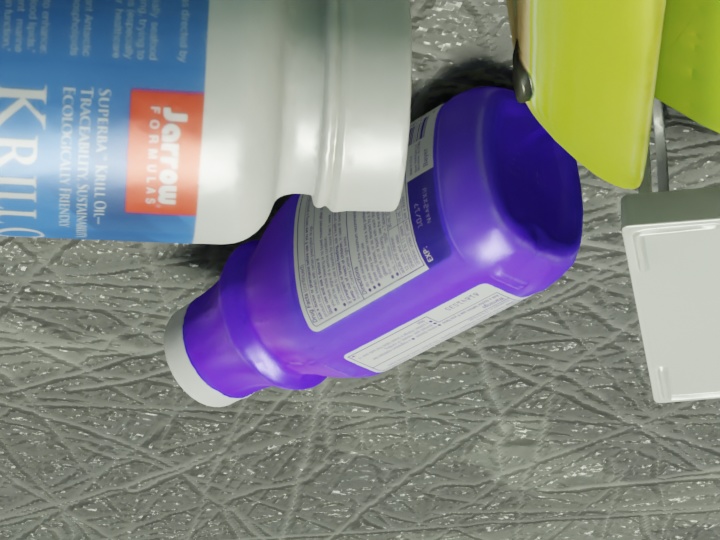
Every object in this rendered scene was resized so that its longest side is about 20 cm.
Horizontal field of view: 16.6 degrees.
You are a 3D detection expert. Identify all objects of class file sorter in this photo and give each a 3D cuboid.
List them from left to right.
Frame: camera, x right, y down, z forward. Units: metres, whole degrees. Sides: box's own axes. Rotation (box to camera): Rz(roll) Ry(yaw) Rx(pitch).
[{"bbox_3d":[0.196,-0.043,0.888,0.199,0.125,0.139,-6,151,9],"label":"file sorter"}]

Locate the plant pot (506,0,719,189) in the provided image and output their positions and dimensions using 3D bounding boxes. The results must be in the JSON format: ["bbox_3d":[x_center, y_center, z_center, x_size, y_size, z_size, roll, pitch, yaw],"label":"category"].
[{"bbox_3d":[0.122,-0.140,0.623,0.181,0.201,0.199,-4,143,-1],"label":"plant pot"}]

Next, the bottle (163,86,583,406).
[{"bbox_3d":[0.000,0.000,0.999,0.065,0.084,0.200,24,141,-36],"label":"bottle"}]

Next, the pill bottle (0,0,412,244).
[{"bbox_3d":[-0.085,-0.066,0.857,0.199,0.113,0.112,2,150,-4],"label":"pill bottle"}]
